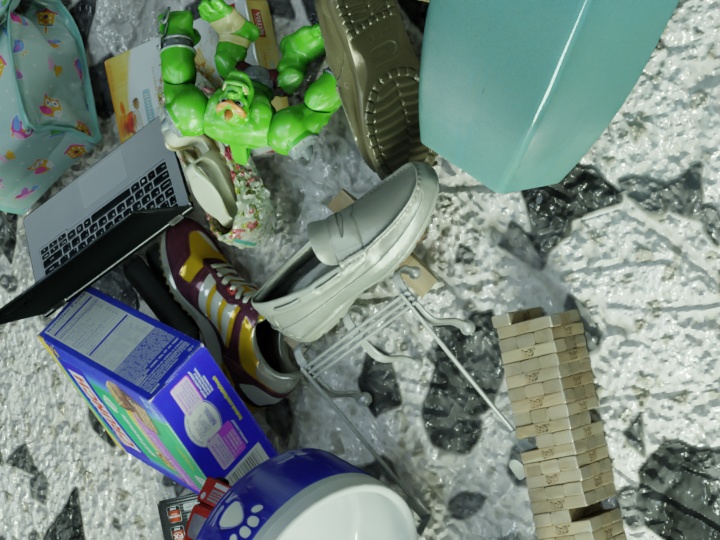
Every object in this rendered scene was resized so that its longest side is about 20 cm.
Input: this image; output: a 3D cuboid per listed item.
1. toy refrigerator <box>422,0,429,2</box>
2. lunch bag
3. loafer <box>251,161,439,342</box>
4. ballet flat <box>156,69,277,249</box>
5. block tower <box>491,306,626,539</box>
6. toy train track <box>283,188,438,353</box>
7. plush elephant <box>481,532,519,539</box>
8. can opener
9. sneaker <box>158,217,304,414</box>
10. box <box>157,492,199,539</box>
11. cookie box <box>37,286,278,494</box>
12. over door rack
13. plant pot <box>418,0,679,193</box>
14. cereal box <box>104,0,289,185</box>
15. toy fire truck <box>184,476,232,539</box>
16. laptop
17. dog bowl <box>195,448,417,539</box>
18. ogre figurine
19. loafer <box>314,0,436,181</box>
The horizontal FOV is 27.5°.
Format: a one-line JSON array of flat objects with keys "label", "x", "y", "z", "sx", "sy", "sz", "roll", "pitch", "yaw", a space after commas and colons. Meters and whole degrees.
[{"label": "toy refrigerator", "x": 0.036, "y": -0.277, "z": 1.233, "sx": 0.199, "sy": 0.070, "sz": 0.077, "roll": 20, "pitch": 79, "yaw": 35}, {"label": "lunch bag", "x": -0.371, "y": -0.187, "z": 1.538, "sx": 0.170, "sy": 0.121, "sz": 0.202, "roll": -33, "pitch": 65, "yaw": 37}, {"label": "loafer", "x": -0.013, "y": -0.019, "z": 1.229, "sx": 0.200, "sy": 0.069, "sz": 0.070, "roll": -47, "pitch": 34, "yaw": 22}, {"label": "ballet flat", "x": -0.142, "y": -0.109, "z": 1.350, "sx": 0.076, "sy": 0.064, "sz": 0.201, "roll": -43, "pitch": 72, "yaw": 34}, {"label": "block tower", "x": 0.160, "y": 0.128, "z": 1.179, "sx": 0.057, "sy": 0.054, "sz": 0.203, "roll": -17, "pitch": 83, "yaw": 37}, {"label": "toy train track", "x": 0.000, "y": 0.000, "z": 1.301, "sx": 0.115, "sy": 0.033, "sz": 0.200, "roll": 43, "pitch": 119, "yaw": 4}, {"label": "plush elephant", "x": 0.117, "y": 0.309, "z": 1.159, "sx": 0.165, "sy": 0.154, "sz": 0.201, "roll": -43, "pitch": 68, "yaw": 31}, {"label": "can opener", "x": -0.209, "y": 0.004, "z": 1.474, "sx": 0.200, "sy": 0.052, "sz": 0.067, "roll": 46, "pitch": 153, "yaw": 29}, {"label": "sneaker", "x": -0.115, "y": 0.030, "z": 1.382, "sx": 0.090, "sy": 0.075, "sz": 0.202, "roll": -30, "pitch": 83, "yaw": 36}, {"label": "box", "x": -0.098, "y": 0.282, "z": 1.398, "sx": 0.199, "sy": 0.044, "sz": 0.162, "roll": -16, "pitch": 82, "yaw": 38}, {"label": "cookie box", "x": -0.187, "y": 0.120, "z": 1.366, "sx": 0.199, "sy": 0.075, "sz": 0.172, "roll": 21, "pitch": 149, "yaw": 46}, {"label": "over door rack", "x": 0.050, "y": 0.112, "z": 1.265, "sx": 0.147, "sy": 0.066, "sz": 0.201, "roll": -37, "pitch": 84, "yaw": 35}, {"label": "plant pot", "x": 0.134, "y": -0.171, "z": 1.135, "sx": 0.141, "sy": 0.141, "sz": 0.202, "roll": 37, "pitch": 121, "yaw": 31}, {"label": "cereal box", "x": -0.157, "y": -0.162, "z": 1.419, "sx": 0.199, "sy": 0.039, "sz": 0.146, "roll": -16, "pitch": 84, "yaw": 38}, {"label": "toy fire truck", "x": -0.098, "y": 0.274, "z": 1.281, "sx": 0.048, "sy": 0.200, "sz": 0.142, "roll": 17, "pitch": 75, "yaw": 34}, {"label": "laptop", "x": -0.261, "y": -0.049, "z": 1.343, "sx": 0.186, "sy": 0.116, "sz": 0.201, "roll": -33, "pitch": 51, "yaw": 15}, {"label": "dog bowl", "x": -0.048, "y": 0.254, "z": 1.221, "sx": 0.078, "sy": 0.199, "sz": 0.202, "roll": 25, "pitch": 108, "yaw": 42}, {"label": "ogre figurine", "x": -0.094, "y": -0.164, "z": 1.303, "sx": 0.098, "sy": 0.198, "sz": 0.121, "roll": 133, "pitch": 153, "yaw": -70}, {"label": "loafer", "x": 0.013, "y": -0.168, "z": 1.249, "sx": 0.067, "sy": 0.075, "sz": 0.202, "roll": -147, "pitch": 39, "yaw": -64}]
